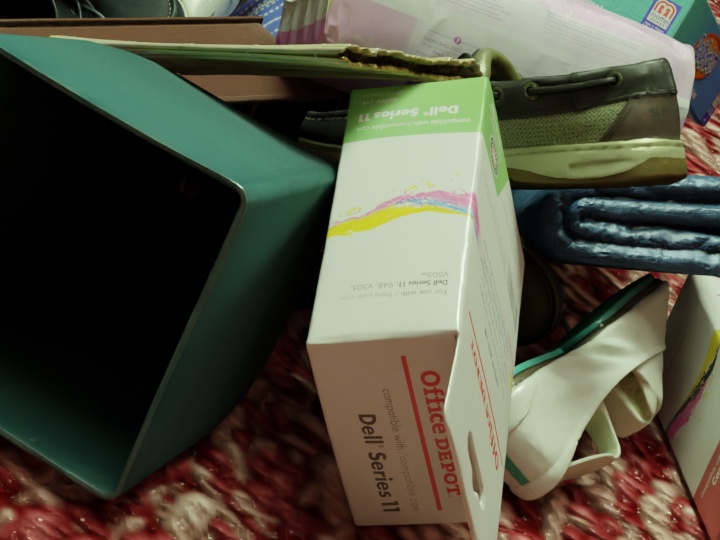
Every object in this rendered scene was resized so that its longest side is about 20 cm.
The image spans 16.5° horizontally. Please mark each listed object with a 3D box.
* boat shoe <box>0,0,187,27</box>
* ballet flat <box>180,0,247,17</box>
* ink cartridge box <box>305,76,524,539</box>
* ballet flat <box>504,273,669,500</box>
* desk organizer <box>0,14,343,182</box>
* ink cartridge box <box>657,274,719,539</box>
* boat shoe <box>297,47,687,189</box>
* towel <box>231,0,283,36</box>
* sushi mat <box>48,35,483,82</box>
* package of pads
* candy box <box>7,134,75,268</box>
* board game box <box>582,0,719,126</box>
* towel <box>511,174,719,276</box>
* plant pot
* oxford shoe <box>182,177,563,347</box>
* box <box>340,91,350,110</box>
[{"bbox_3d":[-0.166,-0.127,1.295,0.199,0.062,0.075,-14,53,-42],"label":"boat shoe"},{"bbox_3d":[-0.128,-0.155,1.402,0.198,0.068,0.073,-3,56,-25],"label":"ballet flat"},{"bbox_3d":[0.025,0.027,1.060,0.067,0.118,0.201,-3,43,12],"label":"ink cartridge box"},{"bbox_3d":[0.108,0.060,1.195,0.069,0.070,0.200,31,28,18],"label":"ballet flat"},{"bbox_3d":[-0.108,-0.080,1.273,0.199,0.072,0.077,-7,40,-48],"label":"desk organizer"},{"bbox_3d":[0.215,0.068,1.251,0.116,0.068,0.200,15,25,-16],"label":"ink cartridge box"},{"bbox_3d":[0.061,-0.071,1.168,0.198,0.065,0.073,3,-1,27],"label":"boat shoe"},{"bbox_3d":[-0.038,-0.175,1.463,0.024,0.144,0.200,53,4,-35],"label":"towel"},{"bbox_3d":[-0.048,-0.097,1.147,0.199,0.012,0.095,6,3,42],"label":"sushi mat"},{"bbox_3d":[0.062,-0.111,1.277,0.199,0.076,0.120,19,-3,-14],"label":"package of pads"},{"bbox_3d":[-0.256,-0.077,1.132,0.168,0.078,0.200,-7,36,-47],"label":"candy box"},{"bbox_3d":[0.133,-0.156,1.424,0.152,0.045,0.200,33,1,16],"label":"board game box"},{"bbox_3d":[0.119,-0.026,1.279,0.111,0.049,0.200,5,1,-11],"label":"towel"},{"bbox_3d":[-0.093,-0.013,1.079,0.141,0.142,0.200,30,16,16],"label":"plant pot"},{"bbox_3d":[0.000,0.000,1.211,0.198,0.073,0.084,16,25,16],"label":"oxford shoe"},{"bbox_3d":[0.032,-0.111,1.506,0.121,0.033,0.200,-4,37,-46],"label":"box"}]
